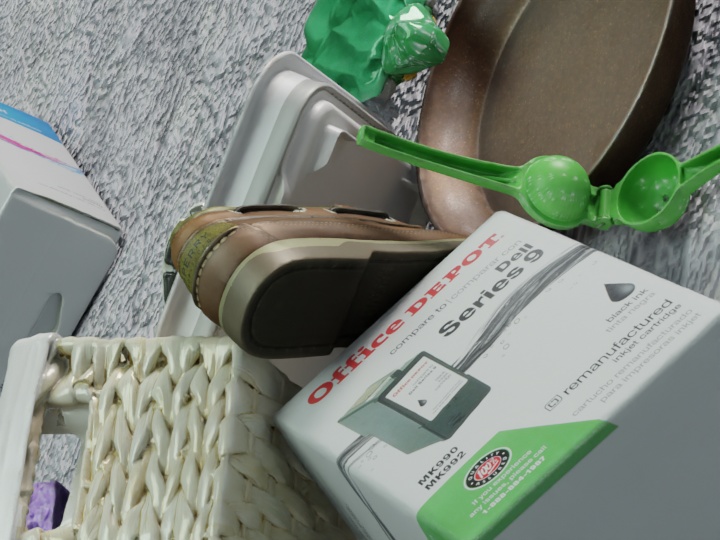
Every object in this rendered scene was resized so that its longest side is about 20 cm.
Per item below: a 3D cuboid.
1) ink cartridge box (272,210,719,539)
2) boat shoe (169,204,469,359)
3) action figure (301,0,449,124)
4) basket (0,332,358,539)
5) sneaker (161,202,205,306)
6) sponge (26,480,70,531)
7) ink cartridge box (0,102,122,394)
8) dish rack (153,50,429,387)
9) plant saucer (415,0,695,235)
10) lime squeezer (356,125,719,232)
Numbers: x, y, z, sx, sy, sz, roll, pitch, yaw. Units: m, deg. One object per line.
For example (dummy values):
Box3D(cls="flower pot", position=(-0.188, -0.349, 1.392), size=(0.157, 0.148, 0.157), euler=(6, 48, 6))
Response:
Box3D(cls="ink cartridge box", position=(0.070, 0.068, 1.228), size=(0.146, 0.084, 0.200), euler=(-41, 25, -11))
Box3D(cls="boat shoe", position=(0.000, 0.000, 1.328), size=(0.068, 0.199, 0.072), euler=(40, 108, 37))
Box3D(cls="action figure", position=(0.007, -0.117, 1.533), size=(0.119, 0.054, 0.200), euler=(-68, 14, 0))
Box3D(cls="basket", position=(-0.069, 0.123, 1.346), size=(0.123, 0.200, 0.136), euler=(-7, 60, 25))
Box3D(cls="sneaker", position=(-0.064, 0.063, 1.553), size=(0.078, 0.090, 0.201), euler=(15, 97, 20))
Box3D(cls="sponge", position=(-0.118, 0.192, 1.413), size=(0.030, 0.200, 0.112), euler=(-8, 58, 22))
Box3D(cls="ink cartridge box", position=(-0.241, -0.014, 1.892), size=(0.145, 0.084, 0.200), euler=(-61, 29, 11))
Box3D(cls="dish rack", position=(-0.024, -0.003, 1.435), size=(0.043, 0.200, 0.173), euler=(21, 86, 23))
Box3D(cls="plant saucer", position=(0.098, -0.099, 1.415), size=(0.200, 0.034, 0.201), euler=(-41, 38, 41))
Box3D(cls="lime squeezer", position=(0.101, -0.040, 1.299), size=(0.199, 0.071, 0.038), euler=(-1, 73, 15))
